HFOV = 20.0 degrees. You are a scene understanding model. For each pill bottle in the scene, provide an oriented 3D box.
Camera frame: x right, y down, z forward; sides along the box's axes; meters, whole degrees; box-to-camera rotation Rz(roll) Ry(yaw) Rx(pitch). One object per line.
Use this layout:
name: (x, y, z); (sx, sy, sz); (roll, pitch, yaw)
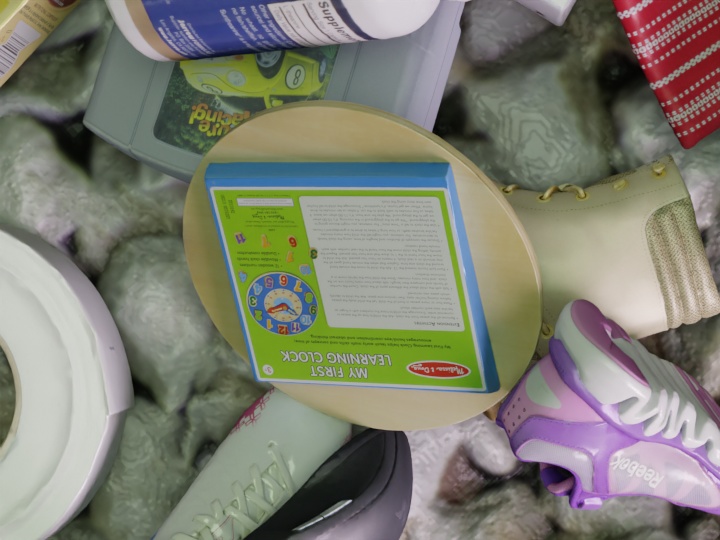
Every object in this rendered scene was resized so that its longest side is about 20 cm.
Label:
pill bottle: (-0.024, -0.168, 1.022); (0.199, 0.111, 0.111); (-3, 89, 26)

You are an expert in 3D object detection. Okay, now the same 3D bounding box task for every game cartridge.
game cartridge: (-0.052, -0.105, 1.104); (0.199, 0.041, 0.134); (12, 83, 24)

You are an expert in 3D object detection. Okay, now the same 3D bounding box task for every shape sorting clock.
shape sorting clock: (0.000, 0.000, 1.057); (0.199, 0.039, 0.201); (12, 123, 19)

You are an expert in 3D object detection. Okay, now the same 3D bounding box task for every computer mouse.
computer mouse: (-0.031, 0.183, 1.110); (0.200, 0.141, 0.046); (-36, 52, -28)

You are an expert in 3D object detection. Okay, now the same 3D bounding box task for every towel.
towel: (0.193, -0.184, 1.089); (0.144, 0.022, 0.200); (-31, 110, -9)

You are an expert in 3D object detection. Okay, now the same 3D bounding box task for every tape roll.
tape roll: (-0.231, 0.069, 1.137); (0.202, 0.071, 0.203); (0, 89, 4)

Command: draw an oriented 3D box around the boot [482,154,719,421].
boot: (0.096, -0.038, 1.117); (0.155, 0.073, 0.201); (-24, 82, -1)

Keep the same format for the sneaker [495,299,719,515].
sneaker: (0.141, 0.092, 1.075); (0.088, 0.200, 0.081); (-45, 43, 13)

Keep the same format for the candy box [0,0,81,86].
candy box: (-0.193, -0.201, 1.134); (0.200, 0.055, 0.115); (-46, 76, 2)

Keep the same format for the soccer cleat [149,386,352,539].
soccer cleat: (-0.072, 0.145, 1.118); (0.070, 0.086, 0.200); (37, 91, 3)

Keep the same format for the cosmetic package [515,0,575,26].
cosmetic package: (0.119, -0.247, 1.117); (0.101, 0.071, 0.200); (31, 92, 3)
